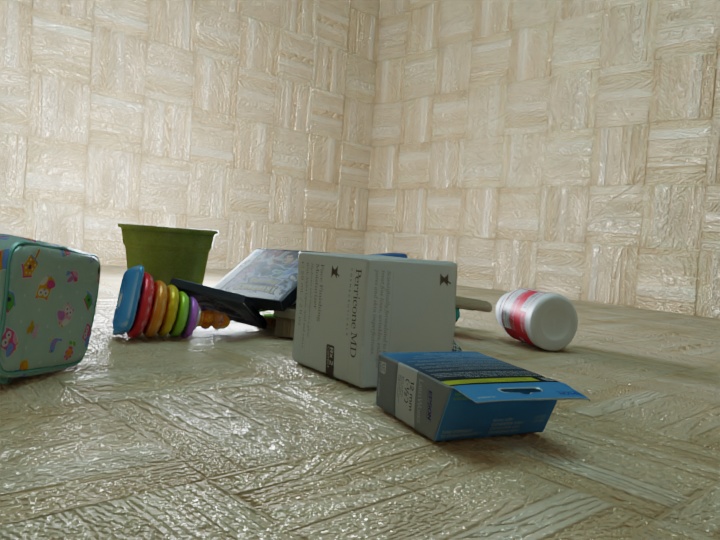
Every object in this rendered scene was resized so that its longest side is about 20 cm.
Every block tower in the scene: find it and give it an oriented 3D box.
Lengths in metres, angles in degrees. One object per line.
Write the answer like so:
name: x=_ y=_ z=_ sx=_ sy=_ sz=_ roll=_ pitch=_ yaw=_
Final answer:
block tower: x=-0.101 y=0.097 z=1.285 sx=0.052 sy=0.060 sz=0.199 roll=5 pitch=1 yaw=25

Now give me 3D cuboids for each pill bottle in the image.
pill bottle: x=0.365 y=0.098 z=1.380 sx=0.108 sy=0.117 sz=0.200 roll=3 pitch=3 yaw=-12

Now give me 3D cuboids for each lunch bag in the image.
lunch bag: x=-0.394 y=0.046 z=0.771 sx=0.074 sy=0.166 sz=0.200 roll=9 pitch=-3 yaw=8

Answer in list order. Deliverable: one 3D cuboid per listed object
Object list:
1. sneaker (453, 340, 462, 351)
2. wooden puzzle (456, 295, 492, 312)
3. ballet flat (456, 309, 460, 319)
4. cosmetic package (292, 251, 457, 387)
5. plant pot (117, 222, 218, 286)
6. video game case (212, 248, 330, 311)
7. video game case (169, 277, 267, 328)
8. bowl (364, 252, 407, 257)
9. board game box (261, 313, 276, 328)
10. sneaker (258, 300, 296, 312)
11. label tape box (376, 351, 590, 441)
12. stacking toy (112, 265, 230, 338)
sneaker: x=0.101 y=0.119 z=1.119 sx=0.078 sy=0.079 sz=0.200 roll=15 pitch=4 yaw=-18
wooden puzzle: x=0.163 y=0.063 z=1.424 sx=0.181 sy=0.039 sz=0.197 roll=10 pitch=2 yaw=-40
ballet flat: x=0.157 y=0.105 z=1.556 sx=0.196 sy=0.070 sz=0.071 roll=2 pitch=-17 yaw=-46
cosmetic package: x=0.017 y=0.063 z=0.944 sx=0.161 sy=0.171 sz=0.198 roll=2 pitch=2 yaw=-34
plant pot: x=-0.388 y=0.007 z=1.299 sx=0.193 sy=0.191 sz=0.200 roll=4 pitch=2 yaw=0
video game case: x=-0.180 y=0.013 z=1.287 sx=0.195 sy=0.026 sz=0.181 roll=3 pitch=33 yaw=32
video game case: x=-0.260 y=0.065 z=1.216 sx=0.138 sy=0.020 sz=0.201 roll=13 pitch=-16 yaw=7
bowl: x=0.000 y=0.000 z=1.213 sx=0.193 sy=0.041 sz=0.201 roll=-7 pitch=-4 yaw=0
board game box: x=-0.133 y=0.103 z=1.392 sx=0.093 sy=0.031 sz=0.198 roll=2 pitch=4 yaw=27
sneaker: x=-0.189 y=0.066 z=1.364 sx=0.194 sy=0.078 sz=0.115 roll=-2 pitch=-16 yaw=25
label tape box: x=0.119 y=0.136 z=0.684 sx=0.139 sy=0.069 sz=0.199 roll=3 pitch=6 yaw=-25
stacking toy: x=-0.317 y=0.074 z=1.118 sx=0.195 sy=0.114 sz=0.115 roll=17 pitch=-18 yaw=-30
